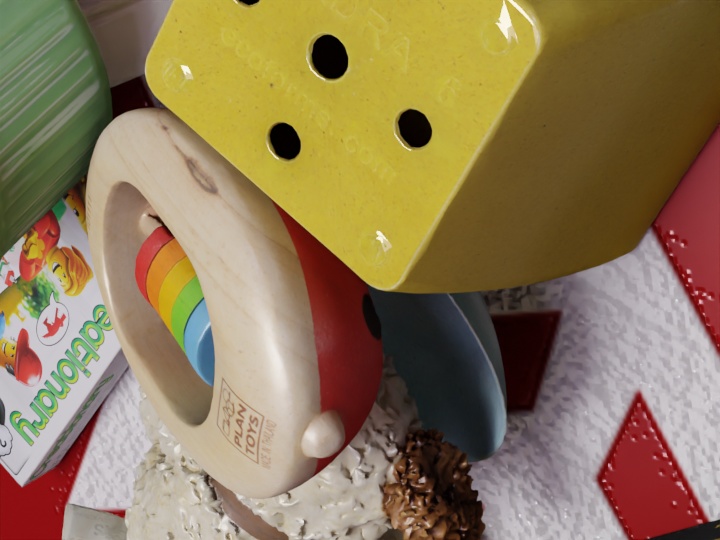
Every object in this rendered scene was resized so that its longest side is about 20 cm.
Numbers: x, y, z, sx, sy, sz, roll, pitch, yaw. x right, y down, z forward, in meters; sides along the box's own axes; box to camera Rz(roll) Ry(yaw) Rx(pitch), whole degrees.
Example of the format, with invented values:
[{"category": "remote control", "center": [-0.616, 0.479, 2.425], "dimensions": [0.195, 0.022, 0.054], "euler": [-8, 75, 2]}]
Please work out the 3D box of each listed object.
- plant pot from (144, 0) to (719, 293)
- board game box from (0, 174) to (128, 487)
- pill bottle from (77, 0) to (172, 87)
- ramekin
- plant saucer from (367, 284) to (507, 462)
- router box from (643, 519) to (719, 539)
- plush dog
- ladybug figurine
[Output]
[{"category": "plant pot", "center": [0.035, -0.105, 0.851], "dimensions": [0.200, 0.176, 0.200], "euler": [41, 129, 14]}, {"category": "board game box", "center": [-0.169, 0.007, 1.139], "dimensions": [0.126, 0.035, 0.200], "euler": [46, 129, 10]}, {"category": "pill bottle", "center": [-0.137, -0.185, 0.977], "dimensions": [0.114, 0.114, 0.201], "euler": [-11, 108, 38]}, {"category": "ramekin", "center": [-0.201, -0.092, 0.949], "dimensions": [0.200, 0.098, 0.200], "euler": [35, 150, 23]}, {"category": "plant saucer", "center": [0.000, 0.000, 0.979], "dimensions": [0.201, 0.039, 0.201], "euler": [38, 157, 19]}, {"category": "router box", "center": [0.117, 0.163, 0.923], "dimensions": [0.200, 0.157, 0.052], "euler": [-23, 96, 39]}, {"category": "plush dog", "center": [-0.036, 0.091, 0.989], "dimensions": [0.200, 0.160, 0.172], "euler": [41, 135, 10]}, {"category": "ladybug figurine", "center": [-0.049, 0.010, 0.886], "dimensions": [0.200, 0.072, 0.136], "euler": [53, 144, 42]}]
